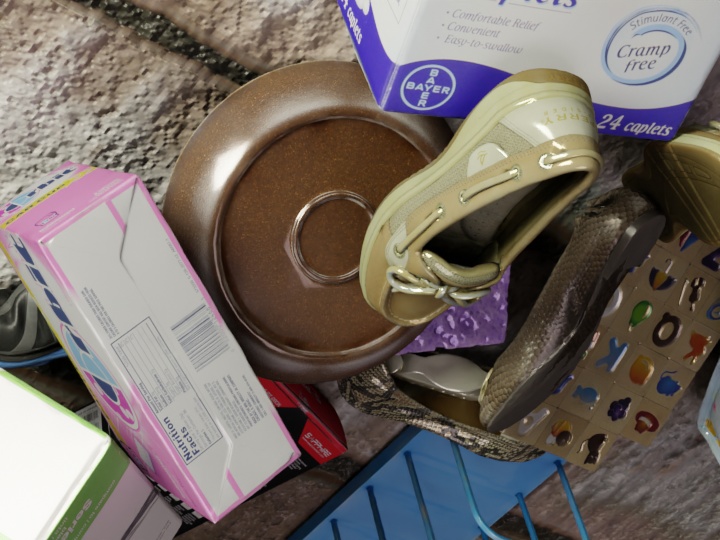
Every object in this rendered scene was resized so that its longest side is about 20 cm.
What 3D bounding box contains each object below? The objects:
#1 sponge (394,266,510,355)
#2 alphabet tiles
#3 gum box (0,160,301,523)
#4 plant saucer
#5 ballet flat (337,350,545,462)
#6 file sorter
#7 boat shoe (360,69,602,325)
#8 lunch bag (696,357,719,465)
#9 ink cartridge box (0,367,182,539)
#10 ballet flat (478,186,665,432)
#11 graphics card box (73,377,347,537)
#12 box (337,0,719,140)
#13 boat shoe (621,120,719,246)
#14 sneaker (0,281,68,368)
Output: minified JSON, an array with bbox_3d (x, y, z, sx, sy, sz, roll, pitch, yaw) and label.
[{"bbox_3d":[0.000,0.000,0.938,0.199,0.030,0.112,-5,108,-19],"label":"sponge"},{"bbox_3d":[0.184,0.045,1.050,0.166,0.006,0.201,24,102,-35],"label":"alphabet tiles"},{"bbox_3d":[-0.121,0.042,0.845,0.066,0.113,0.201,-36,112,-20],"label":"gum box"},{"bbox_3d":[-0.019,-0.023,0.891,0.199,0.032,0.201,-6,108,-20],"label":"plant saucer"},{"bbox_3d":[0.079,0.091,1.066,0.199,0.068,0.075,19,150,-29],"label":"ballet flat"},{"bbox_3d":[0.063,0.221,1.159,0.138,0.123,0.200,24,123,-35],"label":"file sorter"},{"bbox_3d":[0.062,-0.023,0.809,0.073,0.063,0.201,12,140,-29],"label":"boat shoe"},{"bbox_3d":[0.353,0.072,1.081,0.169,0.128,0.200,-17,147,-12],"label":"lunch bag"},{"bbox_3d":[-0.203,0.125,0.890,0.084,0.145,0.200,-57,164,-17],"label":"ink cartridge box"},{"bbox_3d":[0.128,0.026,0.969,0.067,0.046,0.201,-16,143,-48],"label":"ballet flat"},{"bbox_3d":[-0.126,0.125,1.059,0.199,0.051,0.126,-29,135,12],"label":"graphics card box"},{"bbox_3d":[0.108,-0.181,0.781,0.183,0.105,0.201,3,132,-20],"label":"box"},{"bbox_3d":[0.212,-0.057,0.899,0.063,0.073,0.201,-33,177,-3],"label":"boat shoe"},{"bbox_3d":[-0.179,0.013,0.929,0.198,0.071,0.083,-3,116,-11],"label":"sneaker"}]
